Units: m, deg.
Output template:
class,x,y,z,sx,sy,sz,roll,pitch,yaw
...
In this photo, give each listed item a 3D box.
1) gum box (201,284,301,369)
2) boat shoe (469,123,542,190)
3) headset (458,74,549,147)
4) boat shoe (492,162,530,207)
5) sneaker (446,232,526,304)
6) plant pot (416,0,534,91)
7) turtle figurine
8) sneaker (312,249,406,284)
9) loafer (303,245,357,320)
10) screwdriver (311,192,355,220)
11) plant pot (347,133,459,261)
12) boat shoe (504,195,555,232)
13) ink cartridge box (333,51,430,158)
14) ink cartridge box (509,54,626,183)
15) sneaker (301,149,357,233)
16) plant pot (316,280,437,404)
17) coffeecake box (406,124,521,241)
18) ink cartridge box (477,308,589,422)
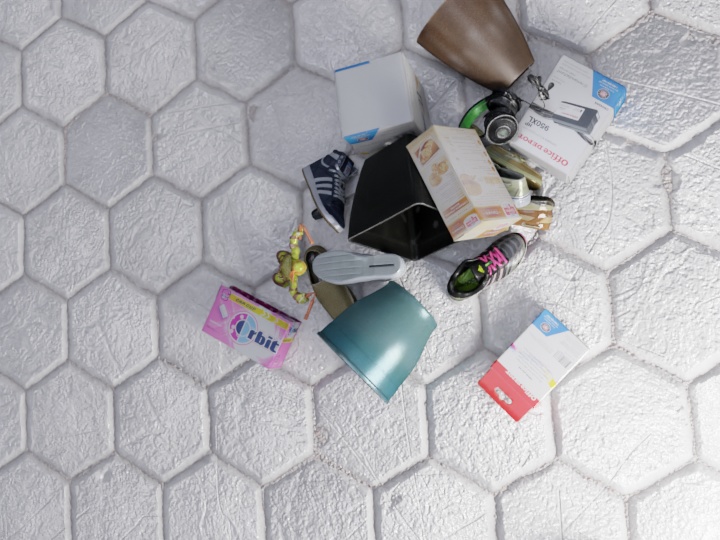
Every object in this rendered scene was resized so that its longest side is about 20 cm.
class,x,y,z,sx,sy,sz,roll,pitch,yaw
gum box,-0.246,0.122,1.590,0.199,0.066,0.114,26,94,17
boat shoe,0.289,-0.232,1.458,0.200,0.073,0.063,33,83,26
headset,0.271,-0.313,1.393,0.199,0.094,0.124,-15,46,38
boat shoe,0.261,-0.185,1.425,0.200,0.072,0.062,31,137,45
sneaker,0.251,-0.004,1.440,0.200,0.087,0.074,-38,77,10
plant pot,0.249,-0.459,1.444,0.200,0.187,0.187,45,99,0
turtle figurine,-0.148,0.004,1.523,0.064,0.161,0.201,-5,90,-21
sneaker,0.000,0.000,1.485,0.199,0.071,0.073,3,78,19
loafer,-0.071,0.035,1.544,0.076,0.067,0.201,-35,77,11
screwdriver,-0.019,-0.160,1.562,0.199,0.028,0.029,-23,51,17
plant pot,0.105,-0.150,1.425,0.199,0.199,0.178,-25,60,42
boat shoe,0.289,-0.113,1.446,0.199,0.076,0.074,5,107,23
ink cartridge box,0.052,-0.326,1.466,0.146,0.200,0.146,-11,81,16
ink cartridge box,0.407,-0.297,1.417,0.144,0.084,0.201,34,96,17
sneaker,-0.049,-0.177,1.529,0.108,0.070,0.201,-32,53,9
plant pot,0.047,0.132,1.446,0.188,0.200,0.200,-45,75,-7
coffeecake box,0.193,-0.162,1.325,0.073,0.153,0.201,-35,74,36
ink cartridge box,0.340,0.187,1.410,0.116,0.067,0.200,45,99,15
